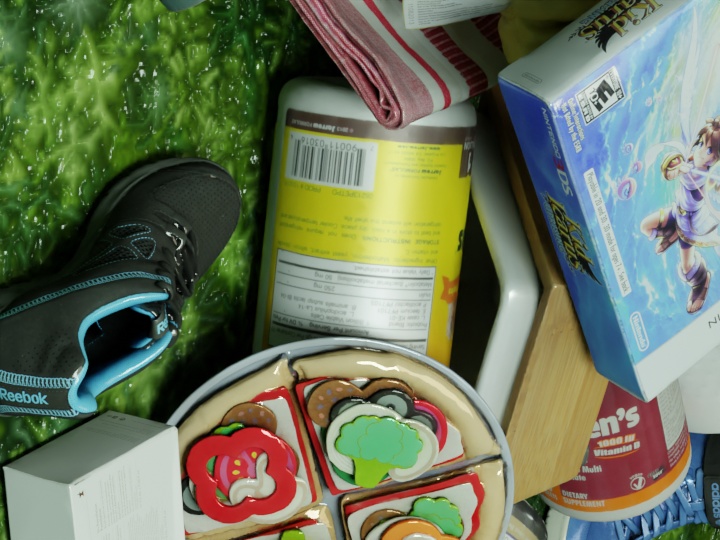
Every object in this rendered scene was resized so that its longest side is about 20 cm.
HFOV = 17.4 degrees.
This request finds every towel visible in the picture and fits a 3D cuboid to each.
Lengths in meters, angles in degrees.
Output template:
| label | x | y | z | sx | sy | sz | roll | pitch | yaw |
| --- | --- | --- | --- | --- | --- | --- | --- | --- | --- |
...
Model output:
| label | x | y | z | sx | sy | sz | roll | pitch | yaw |
| --- | --- | --- | --- | --- | --- | --- | --- | --- | --- |
| towel | 0.026 | -0.155 | 1.250 | 0.144 | 0.023 | 0.200 | 54 | 33 | 5 |

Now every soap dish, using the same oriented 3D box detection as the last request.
| label | x | y | z | sx | sy | sz | roll | pitch | yaw |
| --- | --- | --- | --- | --- | --- | --- | --- | --- | --- |
| soap dish | 0.086 | 0.012 | 1.315 | 0.200 | 0.081 | 0.158 | -102 | -160 | -53 |

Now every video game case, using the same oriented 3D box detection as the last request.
| label | x | y | z | sx | sy | sz | roll | pitch | yaw |
| --- | --- | --- | --- | --- | --- | --- | --- | --- | --- |
| video game case | 0.172 | -0.063 | 1.175 | 0.181 | 0.045 | 0.201 | -38 | 131 | -18 |

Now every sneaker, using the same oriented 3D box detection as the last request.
| label | x | y | z | sx | sy | sz | roll | pitch | yaw |
| --- | --- | --- | --- | --- | --- | --- | --- | --- | --- |
| sneaker | -0.109 | 0.014 | 1.141 | 0.200 | 0.082 | 0.074 | -45 | 133 | -41 |
| sneaker | 0.215 | 0.155 | 1.634 | 0.200 | 0.111 | 0.077 | -39 | 130 | -43 |

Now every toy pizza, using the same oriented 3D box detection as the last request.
| label | x | y | z | sx | sy | sz | roll | pitch | yaw |
| --- | --- | --- | --- | --- | --- | --- | --- | --- | --- |
| toy pizza | -0.016 | 0.126 | 1.237 | 0.032 | 0.199 | 0.201 | -102 | -179 | -61 |

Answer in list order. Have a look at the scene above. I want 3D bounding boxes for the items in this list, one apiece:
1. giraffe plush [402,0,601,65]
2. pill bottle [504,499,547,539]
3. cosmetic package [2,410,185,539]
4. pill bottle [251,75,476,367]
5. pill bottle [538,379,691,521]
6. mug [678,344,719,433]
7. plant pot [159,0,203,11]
| label | x | y | z | sx | sy | sz | roll | pitch | yaw |
| --- | --- | --- | --- | --- | --- | --- | --- | --- | --- |
| giraffe plush | 0.110 | -0.188 | 1.252 | 0.163 | 0.199 | 0.173 | -99 | -161 | -44 |
| pill bottle | 0.024 | 0.216 | 1.371 | 0.201 | 0.111 | 0.112 | -63 | 143 | -22 |
| cosmetic package | -0.129 | 0.180 | 1.190 | 0.082 | 0.050 | 0.201 | -28 | 122 | -51 |
| pill bottle | 0.000 | 0.000 | 1.272 | 0.109 | 0.109 | 0.201 | -6 | 105 | -55 |
| pill bottle | 0.144 | 0.053 | 1.501 | 0.110 | 0.109 | 0.201 | -48 | 136 | -37 |
| mug | 0.236 | 0.007 | 1.555 | 0.147 | 0.200 | 0.176 | -24 | 118 | 1 |
| plant pot | -0.062 | -0.236 | 1.065 | 0.135 | 0.200 | 0.200 | 45 | 58 | -17 |
